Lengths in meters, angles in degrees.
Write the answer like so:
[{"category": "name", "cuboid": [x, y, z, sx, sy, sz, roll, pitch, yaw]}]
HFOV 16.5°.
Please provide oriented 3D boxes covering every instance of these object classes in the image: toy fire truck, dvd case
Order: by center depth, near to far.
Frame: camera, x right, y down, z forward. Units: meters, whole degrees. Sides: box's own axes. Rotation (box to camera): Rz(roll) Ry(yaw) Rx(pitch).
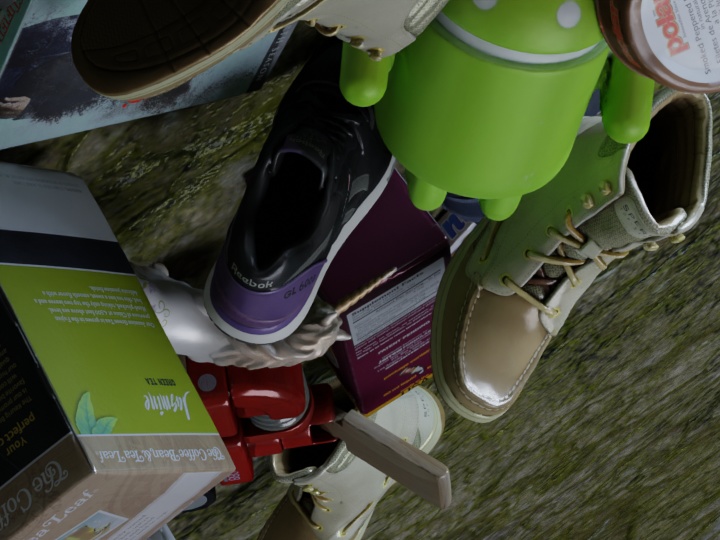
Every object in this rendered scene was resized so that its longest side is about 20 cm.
[{"category": "dvd case", "cuboid": [-0.106, -0.130, 1.288, 0.199, 0.022, 0.146, -17, 152, -40]}, {"category": "toy fire truck", "cuboid": [-0.049, 0.091, 1.589, 0.199, 0.129, 0.176, -8, 155, 0]}]

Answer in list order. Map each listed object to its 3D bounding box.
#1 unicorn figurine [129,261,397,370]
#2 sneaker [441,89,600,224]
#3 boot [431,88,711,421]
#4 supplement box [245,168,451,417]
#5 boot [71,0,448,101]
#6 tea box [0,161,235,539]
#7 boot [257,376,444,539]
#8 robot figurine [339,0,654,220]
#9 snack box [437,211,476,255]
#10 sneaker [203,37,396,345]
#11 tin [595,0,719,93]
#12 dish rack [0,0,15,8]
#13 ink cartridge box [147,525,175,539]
[{"category": "unicorn figurine", "cuboid": [-0.102, 0.021, 1.428, 0.199, 0.137, 0.074, -2, 104, -36]}, {"category": "sneaker", "cuboid": [0.130, -0.102, 1.599, 0.201, 0.077, 0.146, -24, 147, -1]}, {"category": "boot", "cuboid": [0.123, -0.011, 1.436, 0.154, 0.072, 0.201, -15, -133, 61]}, {"category": "supplement box", "cuboid": [0.000, 0.000, 1.593, 0.085, 0.111, 0.200, -32, 158, -8]}, {"category": "boot", "cuboid": [-0.035, -0.135, 1.221, 0.200, 0.072, 0.155, -37, 161, 5]}, {"category": "tea box", "cuboid": [-0.210, 0.077, 1.303, 0.200, 0.197, 0.133, -37, 159, 23]}, {"category": "boot", "cuboid": [-0.036, 0.162, 1.885, 0.200, 0.072, 0.155, -49, 157, 11]}, {"category": "robot figurine", "cuboid": [0.074, -0.121, 1.353, 0.174, 0.116, 0.201, 9, 134, -9]}, {"category": "snack box", "cuboid": [0.089, -0.037, 1.765, 0.200, 0.024, 0.072, -47, 156, 28]}, {"category": "sneaker", "cuboid": [-0.022, -0.059, 1.375, 0.088, 0.075, 0.201, 108, 2, -61]}, {"category": "tin", "cuboid": [0.215, -0.169, 1.296, 0.199, 0.042, 0.112, -29, 117, -12]}, {"category": "dish rack", "cuboid": [-0.242, -0.122, 1.064, 0.199, 0.055, 0.154, -31, 157, -6]}, {"category": "ink cartridge box", "cuboid": [-0.223, 0.232, 1.699, 0.200, 0.146, 0.145, -37, 158, 3]}]
